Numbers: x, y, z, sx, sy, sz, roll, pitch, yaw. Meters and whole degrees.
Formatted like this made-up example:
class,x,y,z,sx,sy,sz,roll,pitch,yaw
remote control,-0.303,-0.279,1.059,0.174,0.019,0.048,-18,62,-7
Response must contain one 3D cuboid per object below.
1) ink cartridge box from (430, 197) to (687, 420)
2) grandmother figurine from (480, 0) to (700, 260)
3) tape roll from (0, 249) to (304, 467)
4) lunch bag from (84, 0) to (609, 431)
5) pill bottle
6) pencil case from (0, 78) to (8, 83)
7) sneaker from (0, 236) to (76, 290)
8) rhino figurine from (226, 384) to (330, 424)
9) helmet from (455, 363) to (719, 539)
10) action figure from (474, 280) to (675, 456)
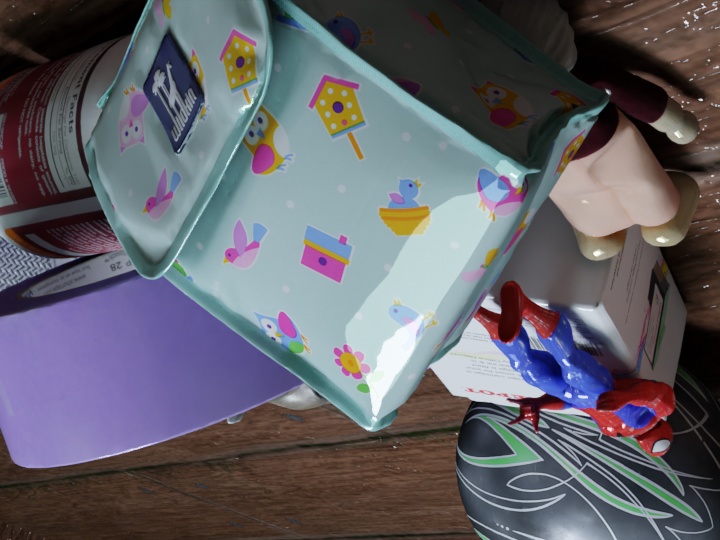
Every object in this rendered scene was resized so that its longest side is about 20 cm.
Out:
class,x,y,z,sx,sy,sz,roll,pitch,yaw
ink cartridge box,0.103,0.015,1.095,0.145,0.084,0.200,7,160,23
grandmother figurine,0.100,-0.071,0.897,0.121,0.061,0.200,-19,147,14
tape roll,-0.108,0.030,0.997,0.200,0.085,0.200,-17,-172,2
lunch bag,-0.021,-0.057,0.812,0.200,0.122,0.170,36,128,7
pill bottle,-0.120,-0.069,0.993,0.113,0.113,0.200,29,158,-34
pencil case,-0.246,-0.065,1.152,0.085,0.092,0.200,2,175,-36
sneaker,-0.181,0.013,1.248,0.200,0.075,0.115,13,177,-24
rhino figurine,-0.034,0.066,1.274,0.087,0.060,0.200,-28,168,39
helmet,0.163,0.137,1.240,0.200,0.200,0.191,16,174,1
action figure,0.119,0.063,1.019,0.065,0.052,0.200,-10,153,38
